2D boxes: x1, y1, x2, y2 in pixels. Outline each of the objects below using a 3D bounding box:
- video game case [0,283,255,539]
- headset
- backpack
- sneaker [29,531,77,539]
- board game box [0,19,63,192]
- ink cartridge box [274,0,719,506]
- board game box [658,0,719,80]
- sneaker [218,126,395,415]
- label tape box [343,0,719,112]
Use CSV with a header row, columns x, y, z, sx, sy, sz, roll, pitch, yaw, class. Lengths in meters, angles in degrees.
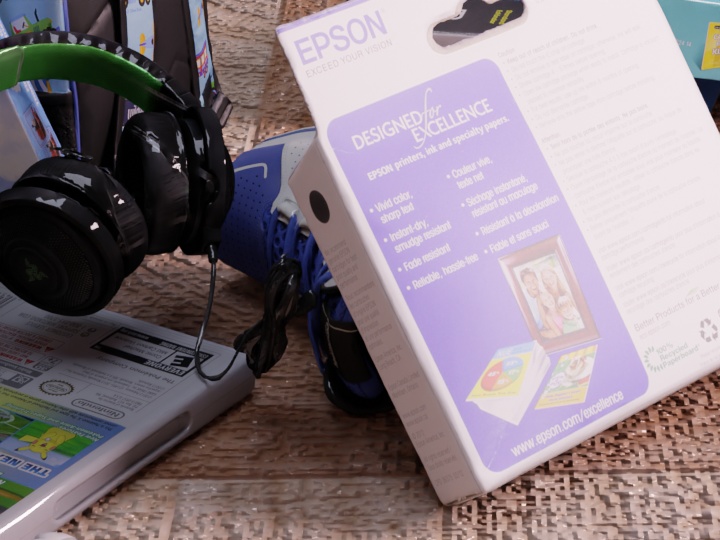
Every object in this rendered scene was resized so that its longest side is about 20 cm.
x,y,z,sx,sy,sz,roll,pitch,yaw,class
-0.176,0.057,1.039,0.199,0.022,0.182,15,31,31,video game case
-0.098,-0.034,1.049,0.123,0.094,0.200,-28,66,-35,headset
-0.154,-0.131,1.218,0.134,0.201,0.183,5,28,15,backpack
-0.101,0.148,0.781,0.082,0.075,0.200,9,30,14,sneaker
-0.244,-0.107,1.129,0.151,0.201,0.037,-21,15,14,board game box
0.071,-0.032,1.009,0.198,0.201,0.043,-24,-1,-35,ink cartridge box
0.220,-0.152,1.317,0.199,0.047,0.151,5,32,-18,board game box
0.001,0.000,1.069,0.199,0.081,0.115,18,30,33,sneaker
0.096,-0.126,1.338,0.199,0.064,0.144,5,28,16,label tape box
